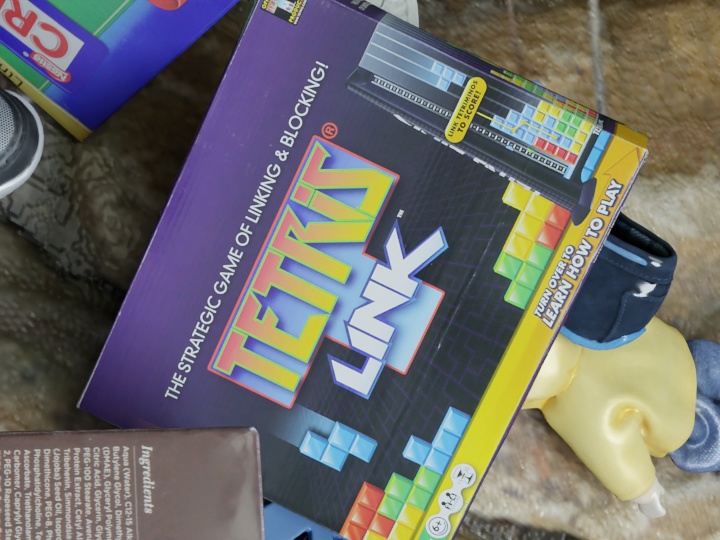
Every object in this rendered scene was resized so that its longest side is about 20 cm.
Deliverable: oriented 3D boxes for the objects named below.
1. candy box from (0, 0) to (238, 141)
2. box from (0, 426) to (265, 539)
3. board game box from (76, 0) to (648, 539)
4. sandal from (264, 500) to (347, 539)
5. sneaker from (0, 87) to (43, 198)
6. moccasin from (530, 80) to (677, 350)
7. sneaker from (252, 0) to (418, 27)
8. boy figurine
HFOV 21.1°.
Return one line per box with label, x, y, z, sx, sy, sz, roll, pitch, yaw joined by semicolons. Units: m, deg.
candy box;-0.122;-0.162;0.782;0.169;0.200;0.077;41;59;-13
box;-0.139;0.105;0.708;0.200;0.100;0.075;-2;69;-10
board game box;0.000;0.000;0.788;0.165;0.057;0.200;25;103;0
sandal;-0.027;0.130;0.828;0.200;0.079;0.087;17;62;-29
sneaker;-0.205;-0.071;0.753;0.200;0.114;0.076;8;71;-30
moccasin;0.074;-0.052;0.921;0.200;0.068;0.080;42;36;11
sneaker;-0.015;-0.071;0.872;0.074;0.118;0.201;-17;94;-18
boy figurine;0.128;0.061;0.952;0.200;0.064;0.124;14;58;-27
